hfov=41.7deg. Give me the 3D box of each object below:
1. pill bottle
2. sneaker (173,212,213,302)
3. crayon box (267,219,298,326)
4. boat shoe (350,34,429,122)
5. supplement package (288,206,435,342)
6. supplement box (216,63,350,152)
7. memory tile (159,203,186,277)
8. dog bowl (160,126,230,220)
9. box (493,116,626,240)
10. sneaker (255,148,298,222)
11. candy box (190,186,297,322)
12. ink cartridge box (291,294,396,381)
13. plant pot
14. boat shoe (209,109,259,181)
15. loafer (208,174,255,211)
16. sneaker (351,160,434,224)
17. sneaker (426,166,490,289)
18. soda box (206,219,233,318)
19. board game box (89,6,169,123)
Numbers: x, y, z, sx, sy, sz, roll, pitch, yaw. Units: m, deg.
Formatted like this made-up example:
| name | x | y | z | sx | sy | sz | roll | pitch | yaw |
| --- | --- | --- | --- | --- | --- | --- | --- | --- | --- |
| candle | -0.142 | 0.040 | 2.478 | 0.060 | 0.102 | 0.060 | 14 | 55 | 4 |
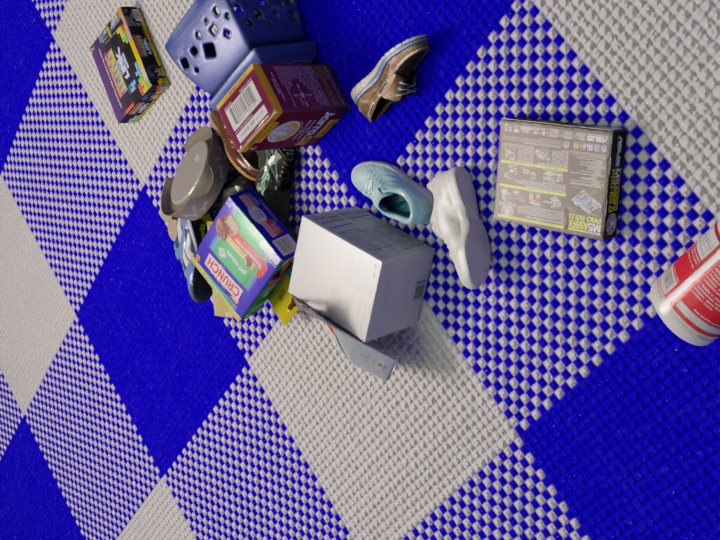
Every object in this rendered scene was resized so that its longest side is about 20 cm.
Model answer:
| name | x | y | z | sx | sy | sz | roll | pitch | yaw |
| --- | --- | --- | --- | --- | --- | --- | --- | --- | --- |
| pill bottle | 0.487 | -0.002 | 1.245 | 0.113 | 0.111 | 0.201 | 54 | 130 | 20 |
| sneaker | -0.357 | -0.032 | 2.043 | 0.081 | 0.073 | 0.205 | -7 | 86 | 42 |
| crayon box | -0.158 | -0.008 | 1.894 | 0.127 | 0.050 | 0.202 | -48 | 66 | 38 |
| boat shoe | 0.062 | -0.325 | 1.613 | 0.199 | 0.072 | 0.073 | -37 | 78 | 51 |
| supplement package | 0.000 | 0.000 | 1.678 | 0.198 | 0.149 | 0.155 | 30 | 119 | 34 |
| supplement box | -0.138 | -0.295 | 1.711 | 0.131 | 0.198 | 0.105 | -39 | 74 | 41 |
| memory tile | -0.376 | -0.090 | 2.107 | 0.153 | 0.017 | 0.203 | -34 | 75 | 42 |
| dog bowl | -0.339 | -0.195 | 1.962 | 0.199 | 0.058 | 0.203 | -34 | 43 | 39 |
| box | 0.299 | -0.143 | 1.439 | 0.198 | 0.044 | 0.164 | 14 | 109 | 41 |
| sneaker | -0.161 | -0.195 | 1.842 | 0.078 | 0.075 | 0.205 | -4 | 96 | 41 |
| candy box | -0.226 | -0.030 | 1.853 | 0.170 | 0.077 | 0.201 | 49 | 130 | 12 |
| ink cartridge box | -0.040 | 0.119 | 1.682 | 0.058 | 0.197 | 0.163 | -65 | 10 | 2 |
| plant pot | -0.212 | -0.414 | 1.765 | 0.199 | 0.199 | 0.182 | -38 | 79 | 40 |
| boat shoe | -0.243 | -0.272 | 1.903 | 0.201 | 0.070 | 0.071 | 55 | 134 | 20 |
| loafer | -0.270 | -0.145 | 1.959 | 0.199 | 0.068 | 0.071 | -10 | 124 | 53 |
| sneaker | 0.045 | -0.139 | 1.653 | 0.198 | 0.081 | 0.075 | 28 | 116 | 36 |
| sneaker | 0.157 | -0.064 | 1.572 | 0.088 | 0.074 | 0.204 | -18 | 77 | 40 |
| soda box | -0.272 | -0.007 | 1.990 | 0.063 | 0.067 | 0.205 | 4 | 101 | 43 |
| board game box | -0.525 | -0.463 | 2.141 | 0.164 | 0.056 | 0.203 | -33 | 76 | 41 |
